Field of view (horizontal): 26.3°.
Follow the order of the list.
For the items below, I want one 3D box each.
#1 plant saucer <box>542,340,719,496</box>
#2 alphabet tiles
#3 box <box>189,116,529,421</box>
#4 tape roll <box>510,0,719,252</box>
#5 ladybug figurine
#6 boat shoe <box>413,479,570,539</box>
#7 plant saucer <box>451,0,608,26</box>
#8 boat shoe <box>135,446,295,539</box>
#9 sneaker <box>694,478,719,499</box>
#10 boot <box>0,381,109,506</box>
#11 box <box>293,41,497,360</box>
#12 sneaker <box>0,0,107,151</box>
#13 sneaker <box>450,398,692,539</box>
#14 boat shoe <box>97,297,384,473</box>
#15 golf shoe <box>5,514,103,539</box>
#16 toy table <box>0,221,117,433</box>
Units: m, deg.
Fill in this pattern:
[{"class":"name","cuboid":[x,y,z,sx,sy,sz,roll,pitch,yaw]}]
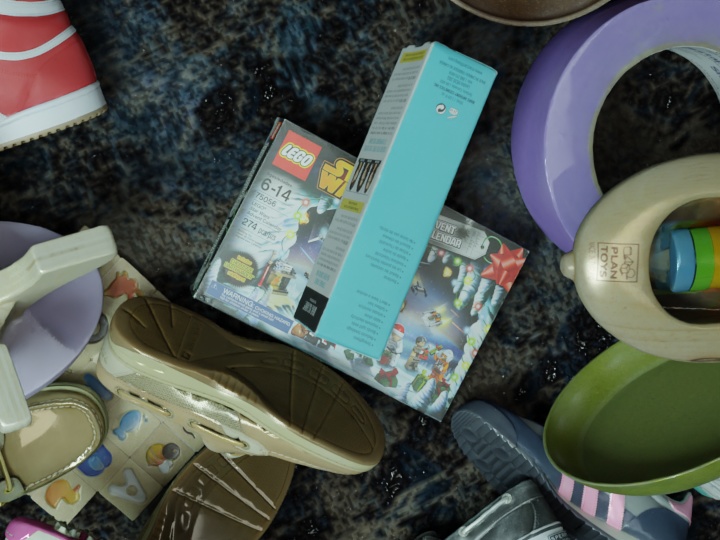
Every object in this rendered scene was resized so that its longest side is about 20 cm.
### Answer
[{"class":"plant saucer","cuboid":[0.220,0.091,1.049,0.199,0.200,0.031,-31,111,-5]},{"class":"alphabet tiles","cuboid":[-0.197,0.074,1.066,0.200,0.006,0.167,43,89,-13]},{"class":"box","cuboid":[0.000,0.000,1.074,0.199,0.040,0.138,27,92,-13]},{"class":"tape roll","cuboid":[0.210,-0.090,1.078,0.198,0.085,0.202,-1,98,-10]},{"class":"ladybug figurine","cuboid":[0.224,-0.010,1.012,0.198,0.072,0.137,1,97,-11]},{"class":"boat shoe","cuboid":[0.053,0.218,1.095,0.199,0.073,0.068,-38,68,22]},{"class":"plant saucer","cuboid":[0.113,-0.269,1.058,0.199,0.037,0.202,-2,99,-11]},{"class":"boat shoe","cuboid":[-0.121,0.187,1.068,0.071,0.064,0.200,42,73,-7]},{"class":"sneaker","cuboid":[0.278,0.110,1.069,0.077,0.200,0.092,36,78,-16]},{"class":"boot","cuboid":[-0.257,0.142,0.982,0.199,0.155,0.073,-19,103,-3]},{"class":"box","cuboid":[0.021,-0.047,1.010,0.049,0.082,0.201,22,90,-14]},{"class":"sneaker","cuboid":[-0.273,-0.123,0.989,0.199,0.071,0.113,-21,106,-15]},{"class":"sneaker","cuboid":[0.156,0.144,1.122,0.200,0.070,0.082,40,62,-9]},{"class":"boat shoe","cuboid":[-0.080,0.087,1.034,0.199,0.071,0.065,27,128,-2]},{"class":"golf shoe","cuboid":[-0.149,0.230,0.980,0.199,0.075,0.092,34,79,-14]},{"class":"toy table","cuboid":[-0.250,0.023,0.959,0.199,0.117,0.185,-30,84,-23]}]
